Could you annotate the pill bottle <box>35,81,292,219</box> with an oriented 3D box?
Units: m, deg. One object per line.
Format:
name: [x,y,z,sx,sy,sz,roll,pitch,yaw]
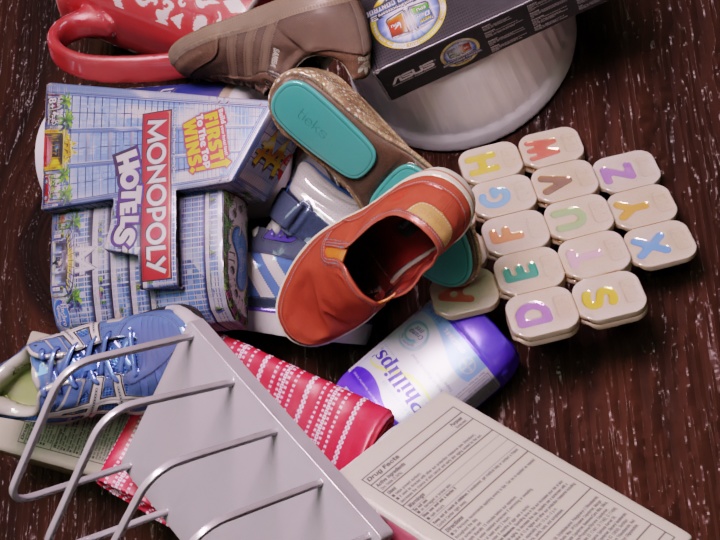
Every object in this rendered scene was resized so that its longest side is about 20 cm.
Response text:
pill bottle: [-0.168,-0.099,1.045,0.199,0.116,0.116,-1,67,21]

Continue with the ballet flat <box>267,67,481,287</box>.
ballet flat: [0.019,-0.074,0.885,0.070,0.065,0.200,-39,97,27]

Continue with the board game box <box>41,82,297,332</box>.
board game box: [-0.142,-0.055,0.928,0.199,0.062,0.201,-7,75,20]

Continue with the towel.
towel: [-0.086,0.129,0.884,0.199,0.022,0.145,21,76,27]

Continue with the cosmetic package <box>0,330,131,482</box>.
cosmetic package: [-0.185,0.122,0.978,0.199,0.071,0.106,11,73,25]

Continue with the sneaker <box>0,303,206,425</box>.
sneaker: [-0.193,0.076,0.886,0.199,0.077,0.076,-21,80,28]

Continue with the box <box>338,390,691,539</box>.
box: [0.089,0.191,0.793,0.199,0.109,0.128,28,39,30]

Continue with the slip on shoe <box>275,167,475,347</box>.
slip on shoe: [0.000,0.000,0.860,0.200,0.074,0.061,-37,12,41]

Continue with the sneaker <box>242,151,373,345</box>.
sneaker: [-0.072,-0.025,0.976,0.199,0.081,0.147,9,90,15]

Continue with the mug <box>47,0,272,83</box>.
mug: [-0.166,-0.222,1.098,0.199,0.133,0.178,26,85,24]

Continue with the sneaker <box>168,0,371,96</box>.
sneaker: [-0.074,-0.162,0.942,0.199,0.070,0.076,-9,102,46]

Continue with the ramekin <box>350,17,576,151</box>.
ramekin: [0.071,-0.209,1.010,0.199,0.098,0.202,-8,65,18]

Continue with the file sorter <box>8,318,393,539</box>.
file sorter: [-0.110,0.154,0.768,0.200,0.124,0.139,45,122,26]

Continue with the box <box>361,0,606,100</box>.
box: [0.083,-0.242,0.938,0.199,0.044,0.161,-23,61,10]

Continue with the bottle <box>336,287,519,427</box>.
bottle: [0.022,0.102,0.911,0.200,0.065,0.084,-40,61,1]

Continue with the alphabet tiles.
alphabet tiles: [0.140,-0.031,0.914,0.194,0.015,0.201,-13,47,2]
